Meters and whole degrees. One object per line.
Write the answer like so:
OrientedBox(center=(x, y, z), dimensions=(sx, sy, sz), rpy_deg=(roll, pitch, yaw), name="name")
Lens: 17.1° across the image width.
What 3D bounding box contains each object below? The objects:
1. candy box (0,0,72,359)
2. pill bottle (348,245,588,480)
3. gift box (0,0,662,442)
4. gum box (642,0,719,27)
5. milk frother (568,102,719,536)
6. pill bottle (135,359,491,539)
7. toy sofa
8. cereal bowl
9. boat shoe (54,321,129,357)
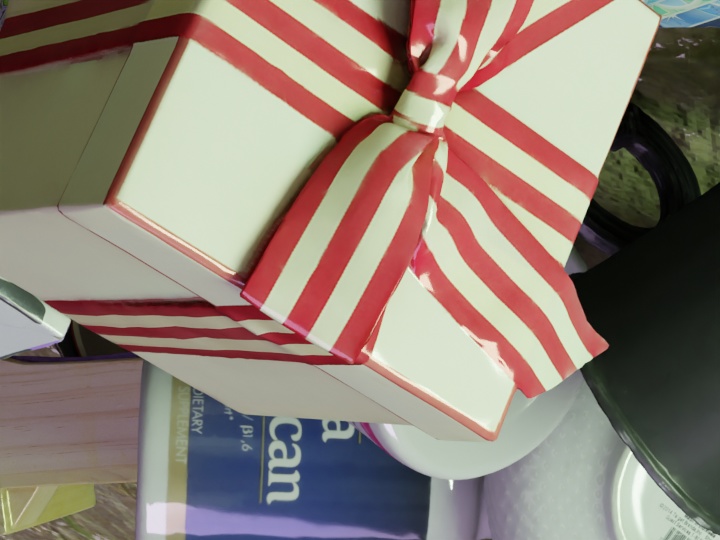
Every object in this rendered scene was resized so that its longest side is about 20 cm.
OrientedBox(center=(-0.145, -0.062, 0.950), dimensions=(0.071, 0.201, 0.167), rpy_deg=(35, 151, -26), name="candy box")
OrientedBox(center=(0.000, 0.000, 1.026), dimensions=(0.113, 0.114, 0.200), rpy_deg=(37, 176, -40), name="pill bottle")
OrientedBox(center=(-0.008, -0.051, 0.812), dimensions=(0.199, 0.186, 0.186), rpy_deg=(26, 166, -29), name="gift box")
OrientedBox(center=(0.038, -0.154, 0.820), dimensions=(0.169, 0.045, 0.200), rpy_deg=(3, 152, 32), name="gum box")
OrientedBox(center=(0.166, -0.037, 0.906), dimensions=(0.188, 0.201, 0.180), rpy_deg=(-36, 171, 19), name="milk frother")
OrientedBox(center=(-0.003, 0.086, 1.110), dimensions=(0.198, 0.112, 0.111), rpy_deg=(2, 157, -4), name="pill bottle")
OrientedBox(center=(-0.102, 0.082, 1.251), dimensions=(0.199, 0.098, 0.083), rpy_deg=(-6, -177, 33), name="toy sofa")
OrientedBox(center=(0.152, 0.094, 1.019), dimensions=(0.199, 0.202, 0.083), rpy_deg=(16, -179, 1), name="cereal bowl")
OrientedBox(center=(-0.139, 0.059, 1.393), dimensions=(0.062, 0.072, 0.200), rpy_deg=(9, 160, 24), name="boat shoe")
